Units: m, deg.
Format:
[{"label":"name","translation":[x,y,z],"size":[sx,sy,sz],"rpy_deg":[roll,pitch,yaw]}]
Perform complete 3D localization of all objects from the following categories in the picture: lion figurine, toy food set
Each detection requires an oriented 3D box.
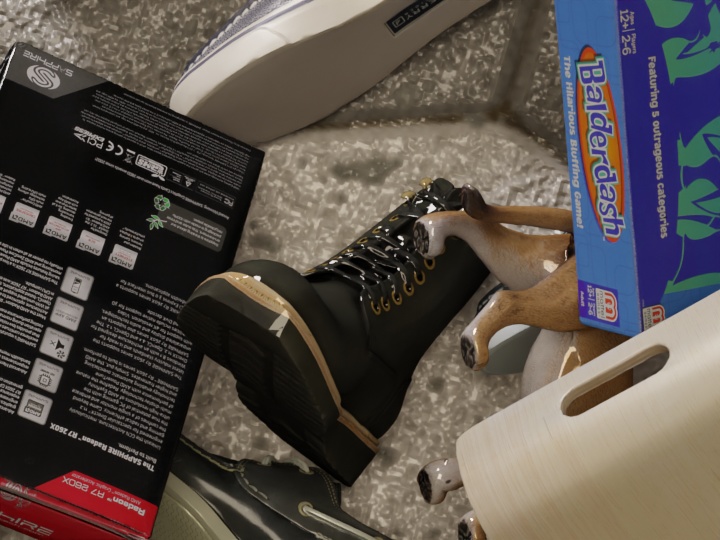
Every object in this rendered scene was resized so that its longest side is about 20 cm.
[{"label":"lion figurine","translation":[0.088,0.047,1.024],"size":[0.122,0.072,0.200],"rpy_deg":[-11,120,-24]},{"label":"toy food set","translation":[0.149,0.114,0.976],"size":[0.143,0.060,0.200],"rpy_deg":[-30,110,15]}]

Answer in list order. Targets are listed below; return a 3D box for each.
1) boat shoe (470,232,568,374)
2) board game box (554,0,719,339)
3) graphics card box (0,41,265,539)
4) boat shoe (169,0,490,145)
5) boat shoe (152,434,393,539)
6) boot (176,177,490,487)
[{"label":"boat shoe","translation":[0.124,-0.033,1.096],"size":[0.200,0.071,0.091],"rpy_deg":[-28,68,-1]},{"label":"board game box","translation":[0.175,-0.069,1.000],"size":[0.200,0.045,0.153],"rpy_deg":[-14,106,-29]},{"label":"graphics card box","translation":[-0.126,0.013,1.042],"size":[0.125,0.051,0.200],"rpy_deg":[23,59,-14]},{"label":"boat shoe","translation":[-0.011,-0.140,1.120],"size":[0.200,0.075,0.093],"rpy_deg":[-30,62,0]},{"label":"boat shoe","translation":[-0.039,0.115,1.082],"size":[0.200,0.072,0.068],"rpy_deg":[35,61,12]},{"label":"boot","translation":[0.000,0.000,1.028],"size":[0.077,0.200,0.138],"rpy_deg":[35,80,14]}]
